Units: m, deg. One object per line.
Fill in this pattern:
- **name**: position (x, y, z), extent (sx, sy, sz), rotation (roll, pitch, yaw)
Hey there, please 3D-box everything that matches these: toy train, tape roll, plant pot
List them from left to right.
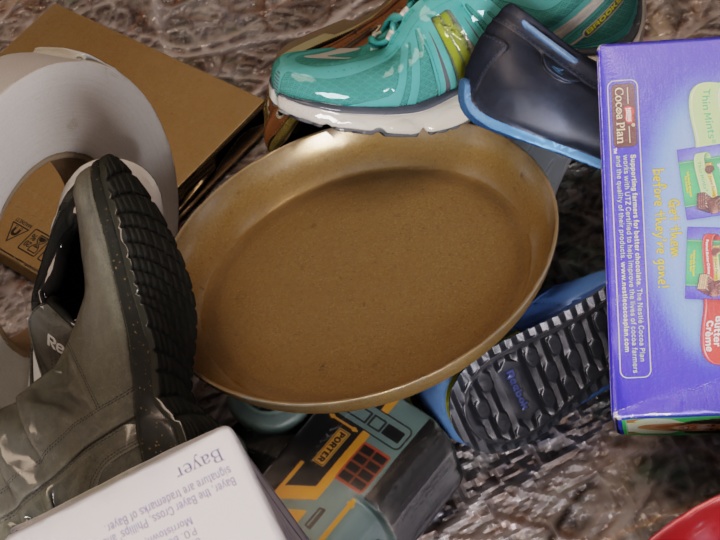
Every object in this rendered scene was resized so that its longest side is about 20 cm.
- **tape roll**: position (-0.167, -0.011, 1.189), extent (0.037, 0.203, 0.203), rotation (11, 55, 32)
- **toy train**: position (-0.043, 0.123, 1.102), extent (0.114, 0.085, 0.200), rotation (29, 66, 29)
- **plant pot**: position (0.000, 0.000, 1.120), extent (0.199, 0.028, 0.201), rotation (-11, 41, 9)

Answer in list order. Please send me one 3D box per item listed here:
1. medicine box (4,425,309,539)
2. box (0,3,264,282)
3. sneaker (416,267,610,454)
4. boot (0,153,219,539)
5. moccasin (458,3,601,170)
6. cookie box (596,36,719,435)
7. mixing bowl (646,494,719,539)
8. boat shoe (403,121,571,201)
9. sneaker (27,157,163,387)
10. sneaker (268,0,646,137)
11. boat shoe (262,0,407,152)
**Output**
- **medicine box**: position (-0.039, 0.194, 0.924), extent (0.102, 0.182, 0.201), rotation (-26, 63, 0)
- **box**: position (-0.171, -0.072, 1.372), extent (0.199, 0.021, 0.164), rotation (27, 64, 39)
- **sneaker**: position (0.119, 0.023, 1.129), extent (0.199, 0.066, 0.078), rotation (-23, 18, -8)
- **boot**: position (-0.138, 0.056, 1.058), extent (0.130, 0.068, 0.201), rotation (-19, 73, 16)
- **moccasin**: position (0.148, -0.073, 1.127), extent (0.080, 0.199, 0.069), rotation (-145, 74, -74)
- **cookie box**: position (0.209, -0.017, 1.039), extent (0.198, 0.075, 0.173), rotation (-2, 82, 8)
- **mixing bowl**: position (0.187, 0.190, 0.916), extent (0.199, 0.109, 0.201), rotation (-12, 47, 13)
- **boat shoe**: position (0.070, -0.054, 1.230), extent (0.200, 0.072, 0.062), rotation (-51, 13, -21)
- **sneaker**: position (-0.135, 0.046, 1.138), extent (0.066, 0.202, 0.091), rotation (5, 5, 1)
- **sneaker**: position (0.046, -0.122, 1.166), extent (0.199, 0.080, 0.078), rotation (-16, 31, -11)
- **boat shoe**: position (0.029, -0.112, 1.264), extent (0.199, 0.072, 0.068), rotation (-29, 35, 37)
